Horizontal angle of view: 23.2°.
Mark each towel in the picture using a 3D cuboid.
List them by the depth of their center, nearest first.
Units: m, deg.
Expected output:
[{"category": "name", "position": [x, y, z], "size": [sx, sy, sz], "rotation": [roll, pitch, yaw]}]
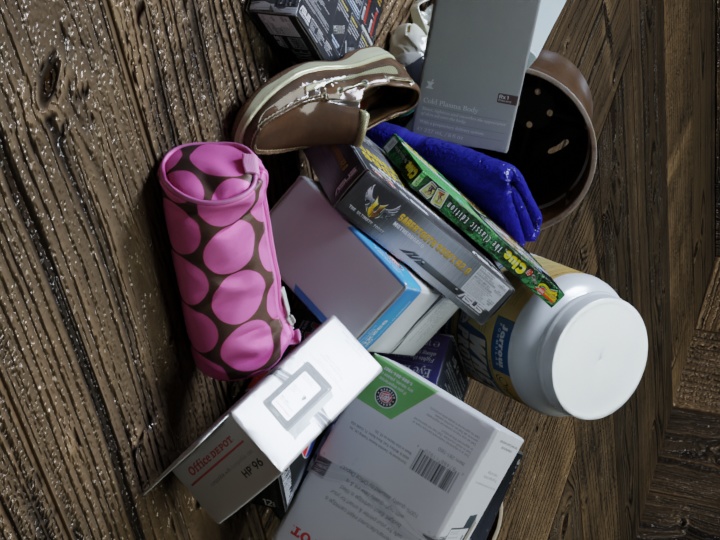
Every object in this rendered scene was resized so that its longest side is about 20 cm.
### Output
[{"category": "towel", "position": [0.078, -0.087, 1.769], "size": [0.050, 0.198, 0.148], "rotation": [-63, 153, -13]}]

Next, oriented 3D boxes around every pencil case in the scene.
[{"category": "pencil case", "position": [-0.106, -0.009, 1.432], "size": [0.091, 0.092, 0.202], "rotation": [-88, 172, -49]}]

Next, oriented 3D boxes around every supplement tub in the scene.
[{"category": "supplement tub", "position": [0.181, 0.063, 1.776], "size": [0.143, 0.199, 0.147], "rotation": [-9, 108, -30]}]

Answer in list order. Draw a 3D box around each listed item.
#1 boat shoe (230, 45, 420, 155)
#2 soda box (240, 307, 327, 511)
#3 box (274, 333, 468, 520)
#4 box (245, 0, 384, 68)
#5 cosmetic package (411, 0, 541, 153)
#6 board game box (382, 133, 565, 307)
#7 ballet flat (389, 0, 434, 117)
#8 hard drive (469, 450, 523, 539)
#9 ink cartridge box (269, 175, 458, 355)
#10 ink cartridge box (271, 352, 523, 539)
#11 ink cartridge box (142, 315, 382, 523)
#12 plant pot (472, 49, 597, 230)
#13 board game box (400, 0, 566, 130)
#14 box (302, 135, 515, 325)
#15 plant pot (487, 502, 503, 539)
[{"category": "boat shoe", "position": [-0.023, -0.143, 1.548], "size": [0.201, 0.075, 0.075], "rotation": [-30, 148, -39]}, {"category": "soda box", "position": [-0.067, 0.126, 1.633], "size": [0.201, 0.070, 0.064], "rotation": [-61, 154, -45]}, {"category": "box", "position": [0.008, 0.162, 1.749], "size": [0.105, 0.146, 0.202], "rotation": [66, 36, -57]}, {"category": "box", "position": [-0.032, -0.260, 1.602], "size": [0.200, 0.049, 0.160], "rotation": [50, 51, -66]}, {"category": "cosmetic package", "position": [0.118, -0.230, 1.737], "size": [0.091, 0.105, 0.202], "rotation": [-78, 176, -57]}, {"category": "board game box", "position": [0.107, -0.047, 1.666], "size": [0.200, 0.023, 0.105], "rotation": [39, 11, -25]}, {"category": "ballet flat", "position": [0.066, -0.247, 1.882], "size": [0.201, 0.072, 0.074], "rotation": [-56, 149, -39]}, {"category": "hard drive", "position": [0.054, 0.207, 1.802], "size": [0.136, 0.198, 0.042], "rotation": [-63, 146, -21]}, {"category": "ink cartridge box", "position": [0.000, 0.000, 1.641], "size": [0.084, 0.145, 0.200], "rotation": [-47, 163, 10]}, {"category": "ink cartridge box", "position": [0.033, 0.202, 1.599], "size": [0.201, 0.145, 0.084], "rotation": [-60, 154, 0]}, {"category": "ink cartridge box", "position": [-0.082, 0.135, 1.472], "size": [0.200, 0.068, 0.116], "rotation": [-42, 179, -44]}, {"category": "plant pot", "position": [0.196, -0.172, 2.103], "size": [0.198, 0.198, 0.203], "rotation": [-56, 149, -64]}, {"category": "board game box", "position": [0.128, -0.214, 1.895], "size": [0.200, 0.064, 0.148], "rotation": [-50, -175, 37]}, {"category": "box", "position": [0.041, -0.052, 1.632], "size": [0.199, 0.048, 0.159], "rotation": [39, 12, -27]}, {"category": "plant pot", "position": [0.059, 0.294, 1.942], "size": [0.201, 0.184, 0.188], "rotation": [91, 17, -60]}]
